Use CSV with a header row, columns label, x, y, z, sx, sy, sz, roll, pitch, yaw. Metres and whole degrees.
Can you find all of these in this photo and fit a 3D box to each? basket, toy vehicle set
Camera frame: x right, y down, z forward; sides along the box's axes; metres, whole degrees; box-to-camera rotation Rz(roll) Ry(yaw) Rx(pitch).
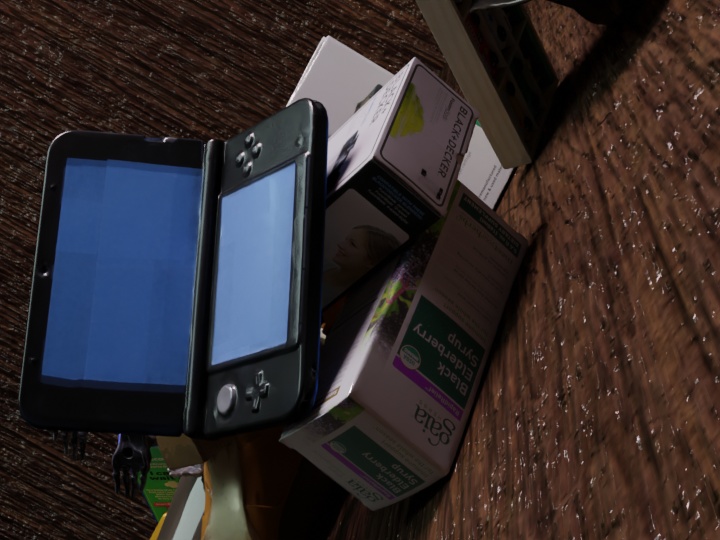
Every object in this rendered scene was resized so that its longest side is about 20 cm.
label,x,y,z,sx,sy,sz,roll,pitch,yaw
basket,-0.100,0.212,1.007,0.181,0.135,0.202,108,-175,-67
toy vehicle set,0.098,-0.197,0.968,0.026,0.201,0.125,-13,34,31

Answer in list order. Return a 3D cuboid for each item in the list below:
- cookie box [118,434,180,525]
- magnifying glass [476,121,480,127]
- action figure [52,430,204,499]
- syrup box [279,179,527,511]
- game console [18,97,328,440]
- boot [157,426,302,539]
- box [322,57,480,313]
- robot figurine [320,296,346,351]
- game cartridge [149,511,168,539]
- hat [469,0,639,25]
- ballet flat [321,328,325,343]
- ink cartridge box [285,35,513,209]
label,x,y,z,sx,sy,sz,roll,pitch,yaw
cookie box,-0.173,0.140,1.176,0.201,0.074,0.173,82,-175,-55
magnifying glass,0.104,-0.118,1.169,0.200,0.079,0.023,88,-152,-78
action figure,-0.163,0.100,0.940,0.103,0.118,0.200,-68,-9,20
syrup box,0.032,0.041,0.761,0.081,0.079,0.201,-37,20,45
game console,-0.114,-0.005,0.746,0.170,0.117,0.203,-19,64,49
boot,-0.066,0.157,0.894,0.070,0.203,0.144,-9,17,34
box,-0.015,-0.039,0.813,0.200,0.060,0.117,-38,20,41
robot figurine,0.015,0.033,0.896,0.201,0.143,0.059,-63,-32,-43
game cartridge,-0.149,0.278,1.161,0.199,0.032,0.177,-6,-49,-55
hat,0.169,-0.228,0.887,0.200,0.081,0.201,-38,20,16
ballet flat,-0.022,0.060,1.113,0.199,0.062,0.068,-39,36,16
ink cartridge box,0.023,-0.103,1.088,0.083,0.199,0.146,-61,4,-15
